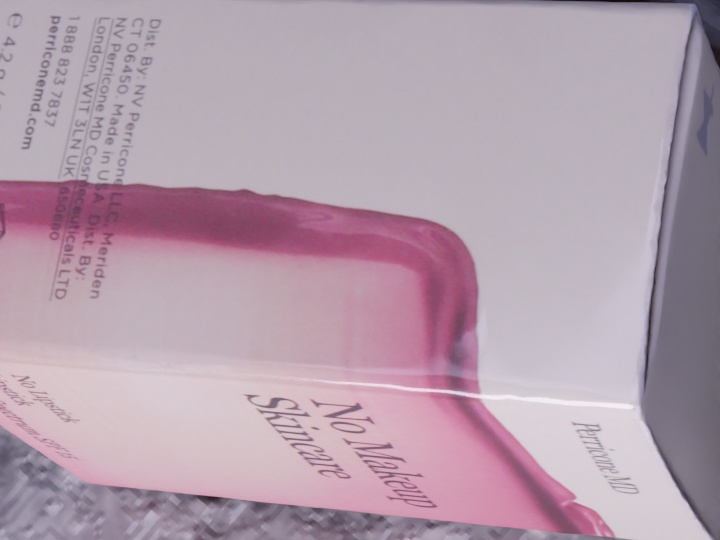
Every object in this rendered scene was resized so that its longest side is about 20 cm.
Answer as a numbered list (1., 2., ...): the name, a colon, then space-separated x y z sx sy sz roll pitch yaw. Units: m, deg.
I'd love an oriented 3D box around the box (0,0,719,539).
1. box: 0.000 0.000 0.675 0.199 0.128 0.110 4 70 20
